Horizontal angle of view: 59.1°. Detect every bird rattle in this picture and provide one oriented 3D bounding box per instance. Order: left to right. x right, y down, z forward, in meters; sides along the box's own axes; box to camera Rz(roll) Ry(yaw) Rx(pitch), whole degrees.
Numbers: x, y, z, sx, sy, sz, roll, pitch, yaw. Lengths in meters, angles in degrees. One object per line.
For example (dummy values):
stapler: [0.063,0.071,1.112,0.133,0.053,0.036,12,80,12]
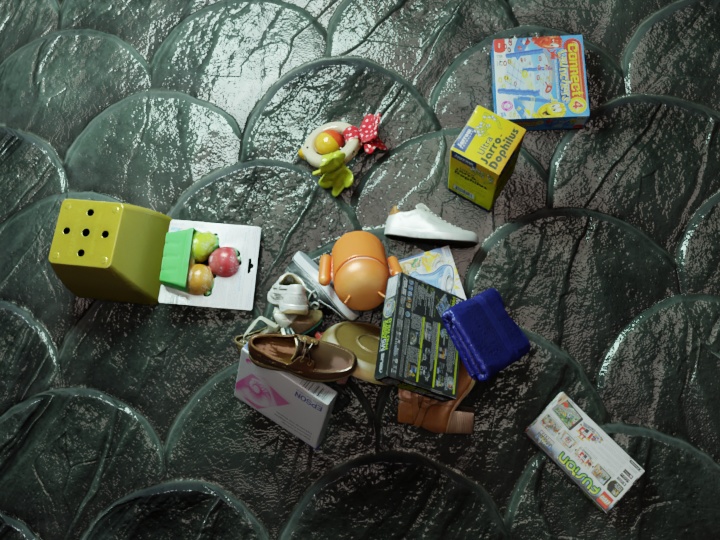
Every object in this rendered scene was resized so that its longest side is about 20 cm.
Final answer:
bird rattle: [-0.047,-0.277,1.389,0.162,0.113,0.201,27,76,29]

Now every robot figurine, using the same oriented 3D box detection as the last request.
robot figurine: [-0.002,0.001,1.265,0.143,0.201,0.117,31,115,-24]

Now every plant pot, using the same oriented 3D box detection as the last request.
plant pot: [-0.533,-0.052,1.337,0.197,0.177,0.202,6,76,7]
plant pot: [0.021,0.150,1.220,0.198,0.200,0.028,23,113,11]

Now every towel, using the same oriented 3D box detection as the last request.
towel: [0.237,0.121,1.207,0.049,0.199,0.149,-39,76,36]

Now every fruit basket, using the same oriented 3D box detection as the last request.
fruit basket: [-0.321,-0.012,1.363,0.197,0.094,0.188,5,75,-9]

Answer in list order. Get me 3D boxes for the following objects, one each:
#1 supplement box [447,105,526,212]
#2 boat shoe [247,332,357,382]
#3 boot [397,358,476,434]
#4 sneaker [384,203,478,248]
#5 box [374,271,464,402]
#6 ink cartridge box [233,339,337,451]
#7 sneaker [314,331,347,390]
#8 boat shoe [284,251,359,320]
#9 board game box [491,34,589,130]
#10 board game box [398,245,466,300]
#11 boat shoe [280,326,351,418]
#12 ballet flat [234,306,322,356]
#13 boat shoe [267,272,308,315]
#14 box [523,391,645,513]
supplement box: [0.250,-0.220,1.285,0.109,0.200,0.109,30,80,13]
boat shoe: [-0.103,0.150,1.115,0.198,0.068,0.073,9,69,2]
boot: [0.152,0.215,1.244,0.153,0.077,0.203,6,91,13]
sneaker: [0.152,-0.099,1.328,0.198,0.073,0.086,10,79,10]
box: [0.113,0.124,1.173,0.159,0.044,0.202,22,63,-26]
ink cartridge box: [-0.150,0.252,1.210,0.195,0.201,0.043,29,41,14]
sneaker: [-0.115,0.170,1.270,0.199,0.067,0.109,14,93,-2]
boat shoe: [-0.085,0.046,1.313,0.199,0.073,0.068,43,100,21]
board game box: [0.391,-0.411,1.396,0.193,0.056,0.203,-2,75,6]
board game box: [0.148,0.063,1.305,0.134,0.034,0.202,-17,74,1]
boat shoe: [-0.080,0.183,1.203,0.066,0.075,0.201,-29,98,-2]
ballet flat: [-0.174,0.117,1.285,0.199,0.068,0.073,-28,113,17]
boat shoe: [-0.139,0.040,1.263,0.070,0.200,0.070,4,95,-20]
box: [0.420,0.342,1.201,0.110,0.035,0.200,-43,75,-6]
